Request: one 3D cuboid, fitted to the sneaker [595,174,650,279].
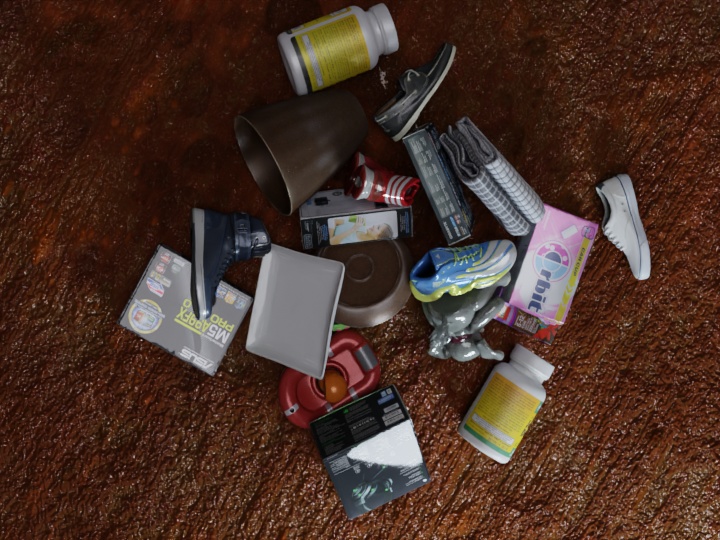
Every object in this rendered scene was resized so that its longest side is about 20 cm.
[{"bbox_3d":[0.497,-0.078,1.587,0.069,0.073,0.205,-15,88,4],"label":"sneaker"}]

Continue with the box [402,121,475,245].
[{"bbox_3d":[0.143,-0.159,1.481,0.045,0.159,0.203,-23,99,15],"label":"box"}]

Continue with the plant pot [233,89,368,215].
[{"bbox_3d":[-0.089,-0.227,1.450,0.198,0.186,0.190,-31,99,-17],"label":"plant pot"}]

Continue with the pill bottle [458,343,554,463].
[{"bbox_3d":[0.277,0.245,1.561,0.111,0.113,0.202,31,90,-9],"label":"pill bottle"}]

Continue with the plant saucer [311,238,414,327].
[{"bbox_3d":[0.000,0.000,1.494,0.195,0.035,0.205,-1,67,2],"label":"plant saucer"}]

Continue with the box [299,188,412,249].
[{"bbox_3d":[-0.011,-0.099,1.481,0.195,0.117,0.061,-6,117,-3],"label":"box"}]

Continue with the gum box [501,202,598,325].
[{"bbox_3d":[0.343,-0.009,1.528,0.111,0.066,0.204,19,92,-6],"label":"gum box"}]

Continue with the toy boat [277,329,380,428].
[{"bbox_3d":[-0.055,0.203,1.505,0.198,0.131,0.132,-33,98,-3],"label":"toy boat"}]

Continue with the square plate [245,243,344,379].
[{"bbox_3d":[-0.114,0.068,1.484,0.028,0.195,0.205,7,96,-51],"label":"square plate"}]

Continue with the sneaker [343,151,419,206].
[{"bbox_3d":[0.037,-0.148,1.453,0.113,0.201,0.080,16,108,-11],"label":"sneaker"}]

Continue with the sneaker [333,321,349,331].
[{"bbox_3d":[0.012,0.032,1.526,0.198,0.077,0.085,-33,99,-6],"label":"sneaker"}]

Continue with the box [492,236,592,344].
[{"bbox_3d":[0.339,0.021,1.585,0.134,0.039,0.204,23,92,-8],"label":"box"}]

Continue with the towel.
[{"bbox_3d":[0.224,-0.165,1.460,0.085,0.201,0.165,-42,122,12],"label":"towel"}]

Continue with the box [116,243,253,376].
[{"bbox_3d":[-0.313,0.070,1.503,0.198,0.044,0.162,30,90,-9],"label":"box"}]

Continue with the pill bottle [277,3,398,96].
[{"bbox_3d":[-0.038,-0.392,1.461,0.196,0.112,0.115,-22,98,-4],"label":"pill bottle"}]

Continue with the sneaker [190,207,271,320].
[{"bbox_3d":[-0.226,-0.011,1.461,0.143,0.077,0.207,4,68,-18],"label":"sneaker"}]

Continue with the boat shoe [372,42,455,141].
[{"bbox_3d":[0.101,-0.334,1.505,0.067,0.072,0.201,37,92,-13],"label":"boat shoe"}]

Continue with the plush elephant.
[{"bbox_3d":[0.190,0.094,1.526,0.162,0.156,0.202,7,55,29],"label":"plush elephant"}]

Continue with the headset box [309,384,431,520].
[{"bbox_3d":[0.022,0.335,1.510,0.171,0.093,0.202,-24,129,-5],"label":"headset box"}]

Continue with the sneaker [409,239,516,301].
[{"bbox_3d":[0.172,-0.007,1.430,0.197,0.105,0.077,-26,65,10],"label":"sneaker"}]
